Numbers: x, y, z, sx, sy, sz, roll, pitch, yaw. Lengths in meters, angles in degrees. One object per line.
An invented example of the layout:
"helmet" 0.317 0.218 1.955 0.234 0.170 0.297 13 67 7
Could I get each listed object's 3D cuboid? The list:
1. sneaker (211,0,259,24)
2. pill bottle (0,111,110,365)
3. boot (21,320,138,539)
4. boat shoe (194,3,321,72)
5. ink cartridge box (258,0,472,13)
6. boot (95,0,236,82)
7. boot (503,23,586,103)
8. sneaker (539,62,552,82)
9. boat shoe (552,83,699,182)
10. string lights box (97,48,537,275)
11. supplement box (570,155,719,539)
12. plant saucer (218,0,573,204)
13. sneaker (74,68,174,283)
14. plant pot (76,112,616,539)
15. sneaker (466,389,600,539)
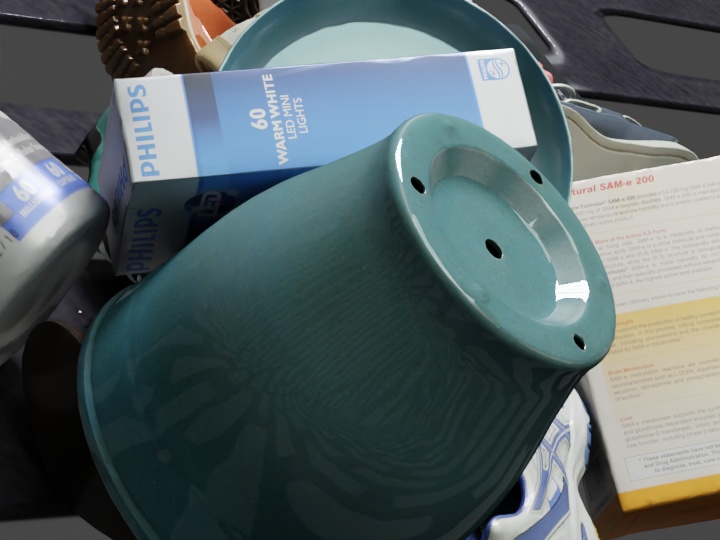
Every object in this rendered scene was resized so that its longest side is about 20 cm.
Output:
"sneaker" -0.033 -0.141 1.417 0.200 0.071 0.076 43 13 2
"pill bottle" -0.229 -0.050 1.017 0.200 0.114 0.114 39 30 4
"boot" -0.056 0.085 1.057 0.199 0.064 0.187 -22 76 -53
"boat shoe" -0.030 -0.046 1.163 0.066 0.074 0.201 -23 75 -10
"ink cartridge box" 0.009 -0.132 1.291 0.145 0.083 0.202 13 68 -61
"boot" -0.093 -0.124 1.315 0.107 0.075 0.201 3 52 -49
"boot" 0.127 -0.094 1.496 0.200 0.066 0.164 51 24 19
"sneaker" 0.111 -0.061 1.382 0.074 0.086 0.201 38 28 -48
"boat shoe" 0.126 -0.076 1.312 0.199 0.075 0.062 2 24 -38
"string lights box" -0.024 -0.052 1.039 0.198 0.103 0.059 -6 67 -15
"supplement box" 0.178 0.044 1.234 0.125 0.074 0.202 -9 71 -9
"plant saucer" 0.014 -0.061 1.122 0.198 0.027 0.202 5 68 -11
"sneaker" -0.105 -0.015 1.140 0.071 0.080 0.201 33 28 -44
"plant pot" 0.006 0.036 0.955 0.199 0.188 0.201 31 36 -26
"sneaker" 0.078 0.098 1.148 0.088 0.075 0.201 41 23 -33
